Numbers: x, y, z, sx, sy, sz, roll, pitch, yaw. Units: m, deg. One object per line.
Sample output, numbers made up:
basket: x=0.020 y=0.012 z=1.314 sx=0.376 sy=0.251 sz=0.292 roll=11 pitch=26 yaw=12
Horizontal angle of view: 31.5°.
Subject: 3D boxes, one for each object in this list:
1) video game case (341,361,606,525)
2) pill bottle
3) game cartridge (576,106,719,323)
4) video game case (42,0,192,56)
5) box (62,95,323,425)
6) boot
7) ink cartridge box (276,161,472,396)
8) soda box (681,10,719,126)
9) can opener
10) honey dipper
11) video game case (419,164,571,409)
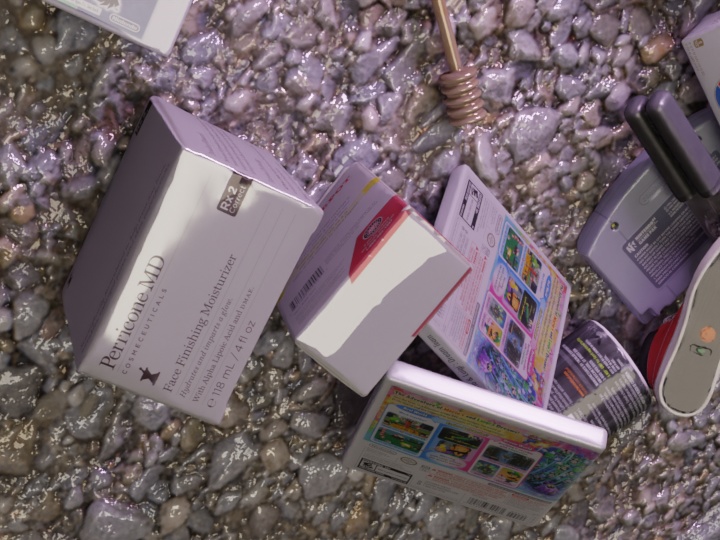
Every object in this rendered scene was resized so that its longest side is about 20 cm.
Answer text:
video game case: x=0.096 y=0.160 z=1.146 sx=0.197 sy=0.024 sz=0.183 roll=19 pitch=145 yaw=-3
pill bottle: x=0.183 y=0.148 z=1.273 sx=0.199 sy=0.106 sz=0.107 roll=-36 pitch=114 yaw=-2
game cartridge: x=0.316 y=-0.060 z=1.282 sx=0.200 sy=0.041 sz=0.133 roll=-46 pitch=117 yaw=1
video game case: x=-0.207 y=-0.295 z=1.015 sx=0.198 sy=0.023 sz=0.184 roll=22 pitch=101 yaw=-22
box: x=-0.149 y=-0.014 z=1.069 sx=0.129 sy=0.200 sz=0.201 roll=23 pitch=101 yaw=-22
boot: x=0.337 y=0.036 z=1.266 sx=0.072 sy=0.144 sz=0.202 roll=25 pitch=99 yaw=-2
ink cartridge box: x=0.000 y=0.000 z=1.114 sx=0.083 sy=0.200 sz=0.146 roll=38 pitch=95 yaw=-20
soda box: x=0.385 y=-0.154 z=1.223 sx=0.068 sy=0.063 sz=0.202 roll=-41 pitch=107 yaw=-44
can opener: x=0.330 y=-0.100 z=1.237 sx=0.201 sy=0.053 sz=0.067 roll=51 pitch=57 yaw=-23
honey dipper: x=0.074 y=-0.231 z=1.153 sx=0.038 sy=0.038 sz=0.203 roll=-20 pitch=111 yaw=-9
video game case: x=0.124 y=0.029 z=1.185 sx=0.024 sy=0.201 sz=0.182 roll=-23 pitch=122 yaw=37
